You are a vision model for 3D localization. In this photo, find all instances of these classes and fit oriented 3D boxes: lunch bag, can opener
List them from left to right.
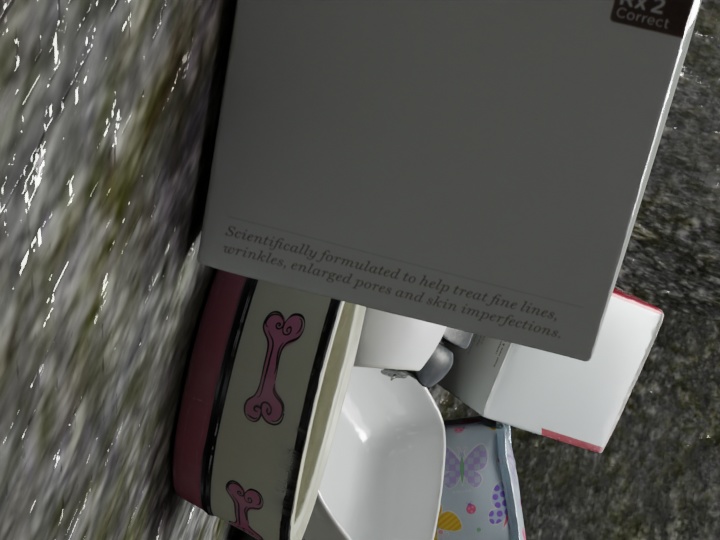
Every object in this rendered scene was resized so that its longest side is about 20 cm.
[{"bbox_3d":[0.011,0.037,1.234,0.200,0.063,0.079,25,83,-47],"label":"can opener"},{"bbox_3d":[0.062,0.238,1.440,0.127,0.169,0.200,2,79,-83],"label":"lunch bag"}]

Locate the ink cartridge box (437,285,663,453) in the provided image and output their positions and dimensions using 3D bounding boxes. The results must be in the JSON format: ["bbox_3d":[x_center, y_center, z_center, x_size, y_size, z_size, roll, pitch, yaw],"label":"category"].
[{"bbox_3d":[0.143,0.052,1.480,0.200,0.145,0.145,34,-77,59],"label":"ink cartridge box"}]

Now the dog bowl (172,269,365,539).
[{"bbox_3d":[-0.048,0.055,0.910,0.200,0.074,0.200,14,90,-85],"label":"dog bowl"}]

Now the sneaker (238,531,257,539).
[{"bbox_3d":[-0.048,0.260,1.283,0.201,0.115,0.076,99,7,-48],"label":"sneaker"}]

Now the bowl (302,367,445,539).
[{"bbox_3d":[-0.010,0.146,1.285,0.200,0.075,0.200,56,35,-39],"label":"bowl"}]

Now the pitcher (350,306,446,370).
[{"bbox_3d":[-0.004,-0.038,1.037,0.172,0.121,0.200,11,82,-66],"label":"pitcher"}]

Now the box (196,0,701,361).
[{"bbox_3d":[0.043,-0.091,0.765,0.131,0.199,0.200,-66,170,-64],"label":"box"}]
